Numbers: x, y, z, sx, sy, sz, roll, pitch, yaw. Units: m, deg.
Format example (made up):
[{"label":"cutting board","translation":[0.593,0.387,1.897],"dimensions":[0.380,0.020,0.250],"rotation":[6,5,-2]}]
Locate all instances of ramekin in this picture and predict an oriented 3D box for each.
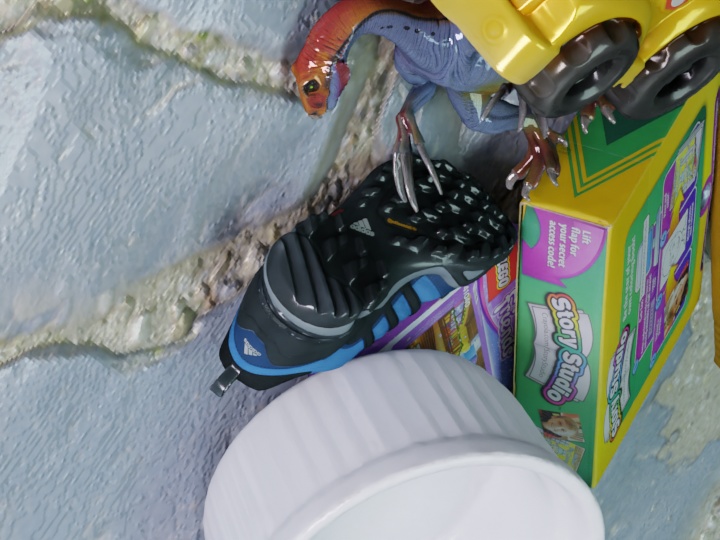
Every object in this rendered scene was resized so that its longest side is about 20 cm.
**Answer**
[{"label":"ramekin","translation":[0.015,0.135,1.295],"dimensions":[0.199,0.098,0.201],"rotation":[-15,136,-15]}]

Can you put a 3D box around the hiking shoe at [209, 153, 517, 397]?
[{"label":"hiking shoe","translation":[0.000,0.000,1.264],"dimensions":[0.200,0.075,0.087],"rotation":[-20,160,-51]}]

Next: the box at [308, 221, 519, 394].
[{"label":"box","translation":[0.036,0.076,1.391],"dimensions":[0.137,0.039,0.201],"rotation":[-39,144,-29]}]

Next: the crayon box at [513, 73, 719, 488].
[{"label":"crayon box","translation":[0.142,-0.009,1.414],"dimensions":[0.173,0.058,0.201],"rotation":[-54,153,-41]}]

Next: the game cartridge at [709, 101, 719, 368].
[{"label":"game cartridge","translation":[0.290,-0.038,1.520],"dimensions":[0.175,0.032,0.201],"rotation":[-22,127,-18]}]

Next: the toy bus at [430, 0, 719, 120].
[{"label":"toy bus","translation":[0.136,-0.174,1.154],"dimensions":[0.192,0.136,0.199],"rotation":[-41,161,29]}]

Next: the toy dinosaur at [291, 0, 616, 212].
[{"label":"toy dinosaur","translation":[0.040,-0.102,1.238],"dimensions":[0.181,0.201,0.105],"rotation":[31,123,-34]}]

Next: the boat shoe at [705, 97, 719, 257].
[{"label":"boat shoe","translation":[0.238,-0.046,1.553],"dimensions":[0.074,0.066,0.200],"rotation":[-56,149,-4]}]
